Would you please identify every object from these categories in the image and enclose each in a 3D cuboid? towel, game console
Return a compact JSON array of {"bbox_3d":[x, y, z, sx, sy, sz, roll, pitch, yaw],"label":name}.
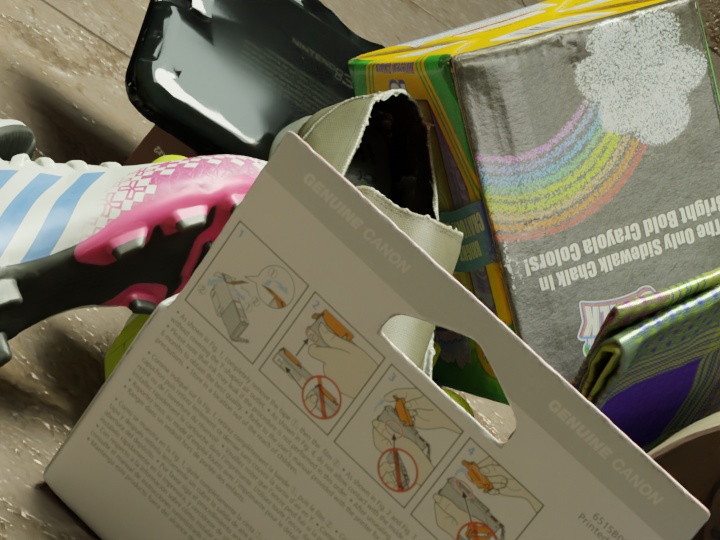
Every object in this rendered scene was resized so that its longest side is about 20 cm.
[{"bbox_3d":[0.130,0.067,1.125,0.143,0.200,0.023,-17,57,-32],"label":"towel"},{"bbox_3d":[-0.039,-0.070,1.280,0.200,0.116,0.176,32,46,-21],"label":"game console"}]

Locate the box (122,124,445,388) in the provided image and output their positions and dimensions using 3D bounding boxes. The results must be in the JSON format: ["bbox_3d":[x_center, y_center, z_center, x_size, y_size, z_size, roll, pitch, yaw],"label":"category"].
[{"bbox_3d":[-0.030,0.000,1.265,0.100,0.075,0.200,48,19,30],"label":"box"}]

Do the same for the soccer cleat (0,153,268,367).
[{"bbox_3d":[-0.114,-0.020,0.991,0.199,0.070,0.086,-18,55,-36],"label":"soccer cleat"}]

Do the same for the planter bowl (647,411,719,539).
[{"bbox_3d":[0.191,0.140,1.105,0.200,0.200,0.135,40,21,5],"label":"planter bowl"}]

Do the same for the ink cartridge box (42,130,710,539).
[{"bbox_3d":[0.006,0.075,0.926,0.200,0.174,0.044,42,24,13],"label":"ink cartridge box"}]

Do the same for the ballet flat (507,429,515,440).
[{"bbox_3d":[0.120,0.144,1.221,0.067,0.068,0.200,-8,45,-47],"label":"ballet flat"}]

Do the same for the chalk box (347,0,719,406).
[{"bbox_3d":[0.091,-0.013,1.169,0.124,0.124,0.201,-167,-118,-68],"label":"chalk box"}]

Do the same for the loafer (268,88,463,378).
[{"bbox_3d":[0.000,0.000,1.059,0.075,0.070,0.201,25,41,-31],"label":"loafer"}]

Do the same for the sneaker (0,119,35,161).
[{"bbox_3d":[-0.216,-0.063,1.042,0.115,0.076,0.200,33,6,12],"label":"sneaker"}]

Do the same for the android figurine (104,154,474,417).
[{"bbox_3d":[-0.033,0.036,1.087,0.182,0.041,0.200,43,37,-11],"label":"android figurine"}]
